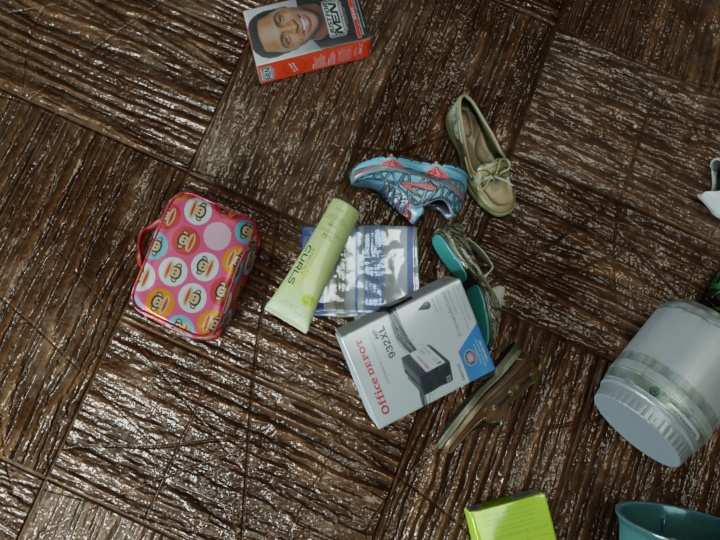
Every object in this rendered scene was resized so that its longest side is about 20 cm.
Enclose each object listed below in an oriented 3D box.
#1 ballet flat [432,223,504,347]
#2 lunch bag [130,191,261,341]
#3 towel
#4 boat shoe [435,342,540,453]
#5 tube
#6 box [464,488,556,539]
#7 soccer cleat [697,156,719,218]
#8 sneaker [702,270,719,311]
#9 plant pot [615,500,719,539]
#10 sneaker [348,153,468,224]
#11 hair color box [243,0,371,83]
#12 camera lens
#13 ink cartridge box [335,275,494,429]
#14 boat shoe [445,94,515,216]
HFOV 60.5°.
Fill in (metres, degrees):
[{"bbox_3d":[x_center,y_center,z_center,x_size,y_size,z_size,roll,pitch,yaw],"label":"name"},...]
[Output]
[{"bbox_3d":[0.184,0.015,0.972,0.073,0.068,0.205,-20,78,-22],"label":"ballet flat"},{"bbox_3d":[-0.260,-0.010,0.942,0.172,0.082,0.205,22,80,2],"label":"lunch bag"},{"bbox_3d":[0.000,0.000,0.983,0.193,0.024,0.152,1,79,-2],"label":"towel"},{"bbox_3d":[0.196,0.204,0.929,0.068,0.072,0.200,42,80,7],"label":"boat shoe"},{"bbox_3d":[-0.067,-0.011,0.951,0.052,0.057,0.204,35,80,-40],"label":"tube"},{"bbox_3d":[0.234,0.439,0.899,0.118,0.048,0.207,-12,80,-4],"label":"box"},{"bbox_3d":[0.633,-0.181,1.027,0.084,0.069,0.204,31,84,-1],"label":"soccer cleat"},{"bbox_3d":[0.651,0.061,0.975,0.196,0.078,0.087,31,79,4],"label":"sneaker"},{"bbox_3d":[0.443,0.450,0.843,0.193,0.200,0.203,7,86,-1],"label":"plant pot"},{"bbox_3d":[0.075,-0.126,0.982,0.193,0.079,0.099,5,81,-2],"label":"sneaker"},{"bbox_3d":[-0.088,-0.395,1.033,0.194,0.061,0.105,-16,81,-5],"label":"hair color box"},{"bbox_3d":[0.462,0.158,0.905,0.160,0.160,0.200,43,80,6],"label":"camera lens"},{"bbox_3d":[0.079,0.118,0.920,0.195,0.084,0.149,-24,95,-7],"label":"ink cartridge box"},{"bbox_3d":[0.196,-0.185,1.006,0.072,0.063,0.204,-25,82,-8],"label":"boat shoe"}]
